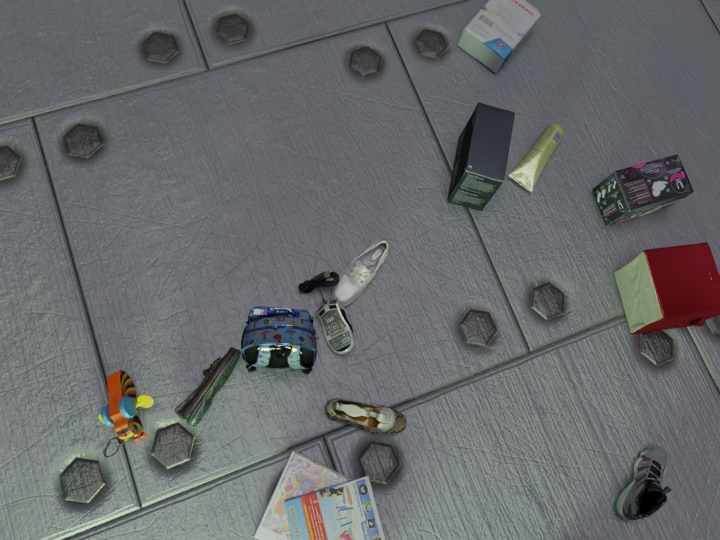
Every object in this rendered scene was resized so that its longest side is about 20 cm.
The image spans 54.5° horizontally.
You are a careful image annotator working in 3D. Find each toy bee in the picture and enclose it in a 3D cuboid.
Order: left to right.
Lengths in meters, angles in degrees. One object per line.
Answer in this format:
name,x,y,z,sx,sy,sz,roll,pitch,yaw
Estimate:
toy bee,-0.525,0.331,1.551,0.129,0.109,0.203,-5,56,23

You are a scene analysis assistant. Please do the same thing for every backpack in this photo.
backpack,-0.183,0.151,1.586,0.179,0.200,0.137,3,72,-5

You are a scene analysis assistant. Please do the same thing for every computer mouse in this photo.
computer mouse,-0.069,0.105,1.691,0.109,0.044,0.203,-25,82,20

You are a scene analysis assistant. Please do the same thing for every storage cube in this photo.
storage cube,0.774,0.049,1.756,0.177,0.171,0.203,-6,73,-9

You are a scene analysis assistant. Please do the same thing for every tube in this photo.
tube,0.483,-0.310,1.903,0.058,0.052,0.201,20,69,44

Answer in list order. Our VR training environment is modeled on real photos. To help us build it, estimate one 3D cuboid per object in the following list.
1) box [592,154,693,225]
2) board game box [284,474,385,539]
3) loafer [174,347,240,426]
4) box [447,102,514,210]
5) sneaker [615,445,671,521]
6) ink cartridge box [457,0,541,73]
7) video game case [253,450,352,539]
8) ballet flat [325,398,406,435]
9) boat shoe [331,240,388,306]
box,0.747,-0.210,1.857,0.197,0.132,0.116,-15,78,-11
board game box,-0.050,0.573,1.521,0.193,0.056,0.203,-13,75,-10
loafer,-0.351,0.256,1.603,0.062,0.072,0.201,29,73,9
box,0.308,-0.288,1.799,0.102,0.182,0.203,14,71,-3
sneaker,0.680,0.492,1.617,0.077,0.140,0.201,32,72,4
ink cartridge box,0.396,-0.686,1.990,0.144,0.085,0.201,38,73,5
video game case,-0.115,0.536,1.565,0.180,0.023,0.202,25,71,1
ballet flat,0.015,0.337,1.618,0.197,0.075,0.069,14,70,-3
boat shoe,0.000,0.000,1.726,0.070,0.069,0.201,37,73,2
